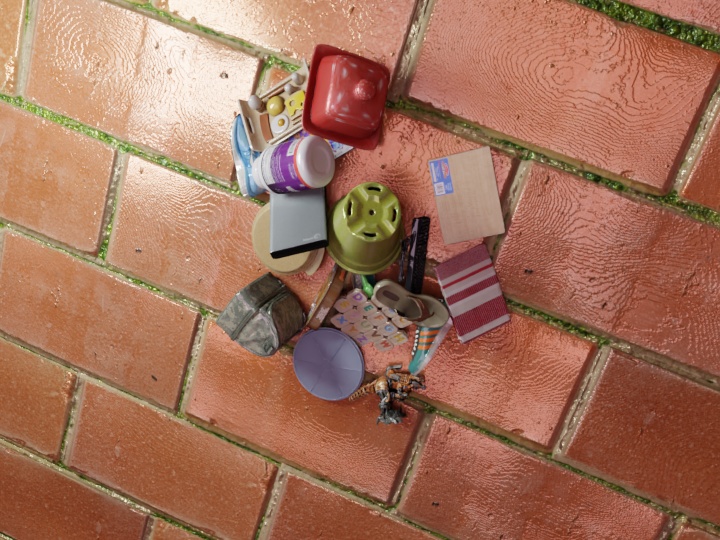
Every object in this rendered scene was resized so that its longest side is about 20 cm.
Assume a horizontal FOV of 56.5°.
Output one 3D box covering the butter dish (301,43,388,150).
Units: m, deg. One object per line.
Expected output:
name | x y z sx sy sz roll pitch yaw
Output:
butter dish | -0.012 -0.385 1.463 0.195 0.147 0.206 11 90 -23

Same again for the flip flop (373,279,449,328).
flip flop | 0.118 0.085 1.553 0.197 0.058 0.082 28 113 -19

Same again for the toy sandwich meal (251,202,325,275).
toy sandwich meal | -0.175 -0.083 1.669 0.200 0.070 0.211 4 104 17

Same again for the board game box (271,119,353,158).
board game box | -0.098 -0.322 1.600 0.197 0.045 0.137 -28 96 18

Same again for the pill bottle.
pill bottle | -0.158 -0.237 1.532 0.197 0.111 0.115 -3 105 43

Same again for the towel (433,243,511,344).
towel | 0.267 0.056 1.594 0.141 0.023 0.204 -23 99 -10

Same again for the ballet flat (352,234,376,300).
ballet flat | 0.000 0.000 1.649 0.070 0.072 0.206 -5 101 14

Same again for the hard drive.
hard drive | -0.144 -0.127 1.562 0.136 0.204 0.033 -13 144 9

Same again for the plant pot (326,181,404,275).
plant pot | 0.017 -0.109 1.513 0.194 0.184 0.206 1 78 -6

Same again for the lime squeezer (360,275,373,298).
lime squeezer | 0.047 0.043 1.622 0.197 0.072 0.038 31 150 -18

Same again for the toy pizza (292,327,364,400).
toy pizza | -0.082 0.241 1.740 0.195 0.032 0.206 5 108 15

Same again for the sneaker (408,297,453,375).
sneaker | 0.161 0.159 1.647 0.079 0.071 0.203 31 100 4

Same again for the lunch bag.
lunch bag | -0.233 0.118 1.663 0.168 0.200 0.140 45 112 3

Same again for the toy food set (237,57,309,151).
toy food set | -0.190 -0.388 1.567 0.197 0.060 0.147 -27 69 19

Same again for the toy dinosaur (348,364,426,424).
toy dinosaur | 0.072 0.315 1.708 0.196 0.101 0.140 -13 85 34

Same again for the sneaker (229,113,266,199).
sneaker | -0.268 -0.285 1.647 0.087 0.079 0.205 -11 105 -4

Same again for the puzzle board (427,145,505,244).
puzzle board | 0.249 -0.174 1.570 0.147 0.017 0.205 -10 100 17

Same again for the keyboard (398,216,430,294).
keyboard | 0.126 -0.024 1.580 0.020 0.126 0.206 14 108 34

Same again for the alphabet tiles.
alphabet tiles | 0.025 0.125 1.644 0.193 0.015 0.200 -27 120 36

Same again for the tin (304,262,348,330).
tin | -0.084 0.066 1.638 0.041 0.113 0.201 28 132 -5
